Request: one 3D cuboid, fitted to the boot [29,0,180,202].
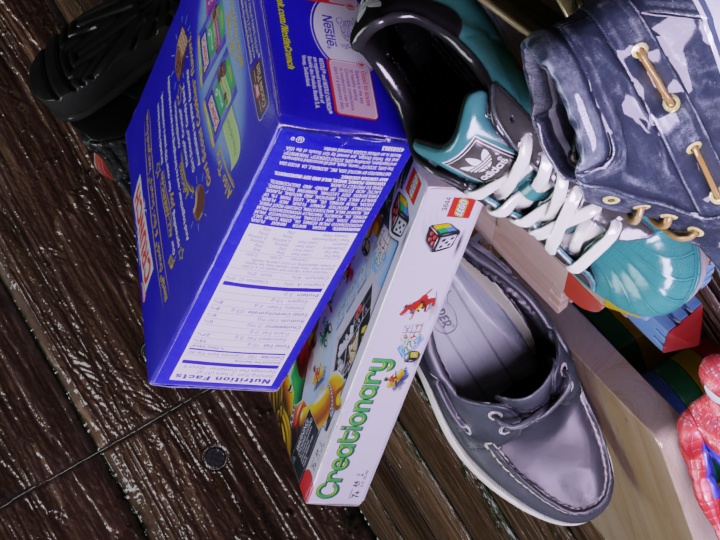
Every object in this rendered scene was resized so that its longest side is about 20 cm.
[{"bbox_3d":[-0.066,-0.110,1.560,0.158,0.210,0.080,48,-158,-38],"label":"boot"}]

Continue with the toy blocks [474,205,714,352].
[{"bbox_3d":[0.117,-0.031,1.333,0.137,0.100,0.200,46,161,18],"label":"toy blocks"}]

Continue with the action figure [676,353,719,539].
[{"bbox_3d":[0.203,0.116,1.360,0.052,0.065,0.201,-110,-6,-56],"label":"action figure"}]

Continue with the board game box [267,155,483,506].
[{"bbox_3d":[0.000,0.000,1.354,0.127,0.034,0.201,-112,35,-47],"label":"board game box"}]

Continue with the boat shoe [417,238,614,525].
[{"bbox_3d":[0.073,0.050,1.403,0.200,0.074,0.066,60,166,-10],"label":"boat shoe"}]

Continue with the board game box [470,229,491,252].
[{"bbox_3d":[0.011,-0.065,1.471,0.134,0.034,0.201,39,156,29],"label":"board game box"}]

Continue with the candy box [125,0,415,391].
[{"bbox_3d":[-0.050,-0.065,1.341,0.200,0.077,0.170,121,149,-45],"label":"candy box"}]

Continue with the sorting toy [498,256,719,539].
[{"bbox_3d":[0.168,0.098,1.485,0.199,0.069,0.201,50,166,54],"label":"sorting toy"}]

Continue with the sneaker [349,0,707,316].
[{"bbox_3d":[0.069,-0.049,1.223,0.200,0.071,0.080,47,-144,2],"label":"sneaker"}]

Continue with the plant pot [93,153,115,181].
[{"bbox_3d":[-0.047,-0.063,1.902,0.195,0.200,0.201,50,169,16],"label":"plant pot"}]

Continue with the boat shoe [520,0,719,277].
[{"bbox_3d":[0.130,-0.042,1.170,0.071,0.091,0.201,49,166,54],"label":"boat shoe"}]

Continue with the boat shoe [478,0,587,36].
[{"bbox_3d":[0.037,-0.161,1.202,0.200,0.063,0.073,39,137,15],"label":"boat shoe"}]
